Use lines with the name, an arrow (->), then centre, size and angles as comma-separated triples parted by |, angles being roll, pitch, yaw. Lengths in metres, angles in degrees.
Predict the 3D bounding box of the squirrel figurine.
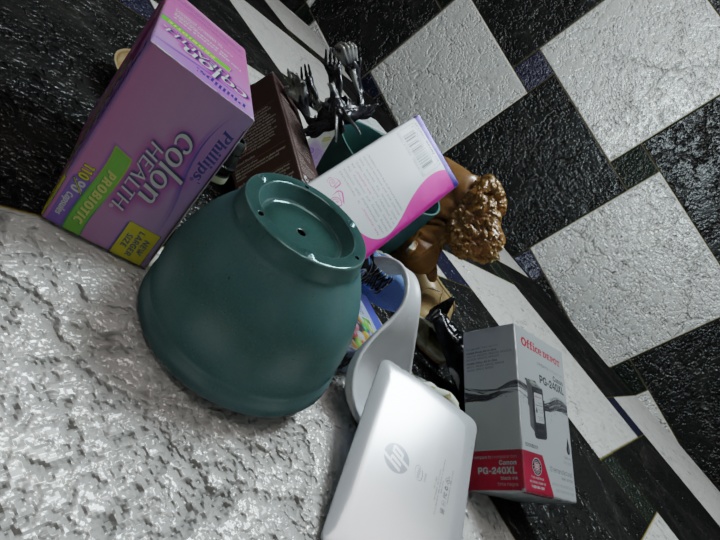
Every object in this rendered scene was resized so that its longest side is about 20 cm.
squirrel figurine -> 0.149, -0.077, 0.898 | 0.197, 0.188, 0.142 | 15, -27, 43

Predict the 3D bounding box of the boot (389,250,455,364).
boot -> 0.105, 0.048, 0.917 | 0.175, 0.066, 0.200 | 44, 21, -3

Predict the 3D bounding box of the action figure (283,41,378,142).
action figure -> -0.049, -0.257, 0.747 | 0.201, 0.117, 0.103 | -113, 180, -52

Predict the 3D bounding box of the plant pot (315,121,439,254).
plant pot -> 0.001, -0.107, 0.839 | 0.198, 0.161, 0.203 | 32, 30, -22

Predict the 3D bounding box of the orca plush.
orca plush -> 0.179, 0.134, 0.801 | 0.104, 0.070, 0.204 | -22, 93, -51

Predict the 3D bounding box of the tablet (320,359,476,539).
tablet -> 0.047, 0.186, 0.484 | 0.129, 0.014, 0.201 | 35, 39, -7

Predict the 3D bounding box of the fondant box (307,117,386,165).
fondant box -> -0.033, -0.275, 1.149 | 0.059, 0.144, 0.199 | 50, 20, 13

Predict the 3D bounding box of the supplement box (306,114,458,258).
supplement box -> 0.008, -0.086, 0.634 | 0.199, 0.103, 0.102 | -38, 98, -33

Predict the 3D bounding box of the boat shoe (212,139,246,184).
boat shoe -> -0.196, -0.197, 0.675 | 0.073, 0.063, 0.203 | 20, 31, -46

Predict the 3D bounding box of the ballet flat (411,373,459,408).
ballet flat -> 0.087, 0.179, 0.609 | 0.072, 0.072, 0.201 | 39, 20, -16

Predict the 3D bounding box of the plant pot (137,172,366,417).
plant pot -> -0.075, 0.003, 0.467 | 0.197, 0.135, 0.202 | 29, 29, -18

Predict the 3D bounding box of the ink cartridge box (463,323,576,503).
ink cartridge box -> 0.207, 0.189, 0.692 | 0.144, 0.082, 0.205 | 27, 56, -39

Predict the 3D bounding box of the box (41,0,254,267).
box -> -0.193, -0.142, 0.501 | 0.096, 0.176, 0.202 | 31, 24, -33

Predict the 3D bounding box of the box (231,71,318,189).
box -> -0.125, -0.160, 0.725 | 0.075, 0.098, 0.204 | 39, 29, -59

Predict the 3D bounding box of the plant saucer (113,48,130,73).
plant saucer -> -0.259, -0.224, 0.741 | 0.199, 0.035, 0.201 | 40, 21, -18

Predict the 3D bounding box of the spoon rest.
spoon rest -> 0.030, 0.078, 0.590 | 0.099, 0.060, 0.205 | 34, 57, -42

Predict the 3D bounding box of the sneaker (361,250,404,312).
sneaker -> 0.000, 0.000, 0.735 | 0.199, 0.079, 0.090 | 38, 13, -20

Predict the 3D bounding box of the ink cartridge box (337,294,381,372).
ink cartridge box -> -0.022, 0.069, 0.651 | 0.198, 0.042, 0.121 | 26, 28, -48
